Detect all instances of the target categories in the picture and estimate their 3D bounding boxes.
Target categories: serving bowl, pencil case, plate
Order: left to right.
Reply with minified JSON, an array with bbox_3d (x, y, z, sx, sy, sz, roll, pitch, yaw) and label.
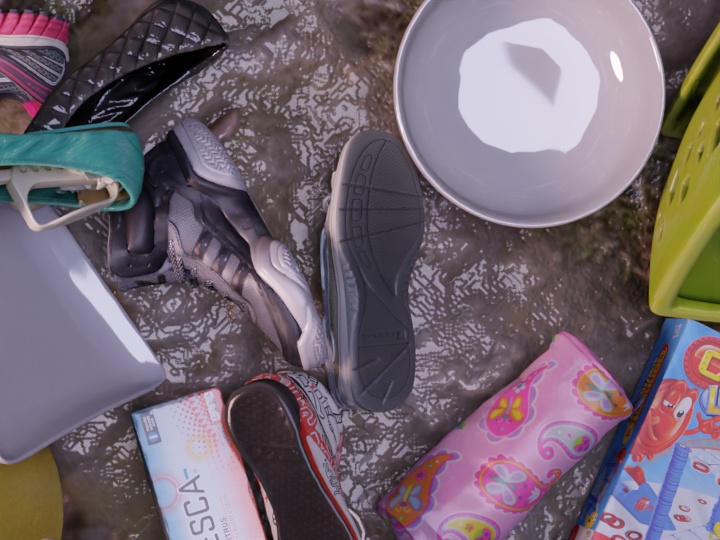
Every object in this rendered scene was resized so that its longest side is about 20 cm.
[{"bbox_3d":[-0.247,0.028,1.655,0.032,0.200,0.200,-39,84,32],"label":"plate"},{"bbox_3d":[0.106,0.135,1.754,0.200,0.087,0.087,-43,95,-8],"label":"pencil case"},{"bbox_3d":[0.118,-0.129,1.768,0.200,0.066,0.200,0,89,-9],"label":"serving bowl"}]

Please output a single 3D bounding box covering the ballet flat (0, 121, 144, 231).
[{"bbox_3d":[-0.237,-0.061,1.631,0.200,0.067,0.070,-4,64,-23],"label":"ballet flat"}]

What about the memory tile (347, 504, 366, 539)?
[{"bbox_3d":[-0.003,0.278,1.765,0.200,0.017,0.153,45,82,-5],"label":"memory tile"}]

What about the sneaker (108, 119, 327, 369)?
[{"bbox_3d":[-0.111,0.001,1.712,0.114,0.075,0.200,-31,80,-5],"label":"sneaker"}]

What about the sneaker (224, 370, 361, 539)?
[{"bbox_3d":[-0.030,0.165,1.710,0.067,0.108,0.201,-20,91,16],"label":"sneaker"}]

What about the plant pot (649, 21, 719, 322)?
[{"bbox_3d":[0.321,-0.080,1.726,0.200,0.199,0.182,6,61,-9],"label":"plant pot"}]

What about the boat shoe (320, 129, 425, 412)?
[{"bbox_3d":[0.001,0.001,1.748,0.074,0.065,0.202,-2,89,-31],"label":"boat shoe"}]

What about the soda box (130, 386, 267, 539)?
[{"bbox_3d":[-0.103,0.187,1.715,0.068,0.064,0.200,-17,85,-6],"label":"soda box"}]

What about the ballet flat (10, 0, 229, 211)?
[{"bbox_3d":[-0.175,-0.116,1.711,0.057,0.066,0.200,35,75,26],"label":"ballet flat"}]

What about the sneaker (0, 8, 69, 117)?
[{"bbox_3d":[-0.303,-0.146,1.692,0.200,0.081,0.075,1,92,-10],"label":"sneaker"}]

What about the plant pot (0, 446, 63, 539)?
[{"bbox_3d":[-0.286,0.162,1.648,0.142,0.200,0.200,-5,89,-32],"label":"plant pot"}]

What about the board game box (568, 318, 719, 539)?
[{"bbox_3d":[0.281,0.164,1.794,0.200,0.056,0.196,25,85,-8],"label":"board game box"}]

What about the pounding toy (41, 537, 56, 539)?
[{"bbox_3d":[-0.221,0.275,1.616,0.184,0.200,0.142,-33,87,5],"label":"pounding toy"}]
